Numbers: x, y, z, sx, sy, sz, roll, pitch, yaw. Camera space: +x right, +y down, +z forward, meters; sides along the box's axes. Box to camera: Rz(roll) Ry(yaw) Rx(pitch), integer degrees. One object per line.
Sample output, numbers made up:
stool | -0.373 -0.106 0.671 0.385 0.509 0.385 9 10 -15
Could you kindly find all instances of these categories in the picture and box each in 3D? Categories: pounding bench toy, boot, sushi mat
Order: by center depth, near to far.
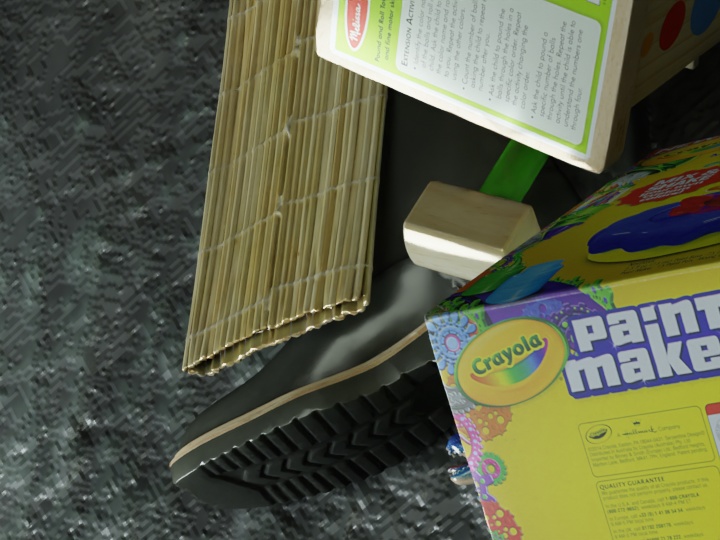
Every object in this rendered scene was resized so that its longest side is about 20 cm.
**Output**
pounding bench toy | 0.079 -0.108 0.825 0.124 0.156 0.201 24 127 26
boot | 0.000 0.000 0.913 0.199 0.077 0.139 -27 61 12
sushi mat | -0.026 -0.056 0.922 0.095 0.012 0.201 -22 49 35

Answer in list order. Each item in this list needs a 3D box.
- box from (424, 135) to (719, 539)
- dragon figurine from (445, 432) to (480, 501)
box | 0.161 0.024 0.697 0.199 0.192 0.123 -12 101 33
dragon figurine | 0.112 0.109 0.818 0.199 0.059 0.100 6 89 37
